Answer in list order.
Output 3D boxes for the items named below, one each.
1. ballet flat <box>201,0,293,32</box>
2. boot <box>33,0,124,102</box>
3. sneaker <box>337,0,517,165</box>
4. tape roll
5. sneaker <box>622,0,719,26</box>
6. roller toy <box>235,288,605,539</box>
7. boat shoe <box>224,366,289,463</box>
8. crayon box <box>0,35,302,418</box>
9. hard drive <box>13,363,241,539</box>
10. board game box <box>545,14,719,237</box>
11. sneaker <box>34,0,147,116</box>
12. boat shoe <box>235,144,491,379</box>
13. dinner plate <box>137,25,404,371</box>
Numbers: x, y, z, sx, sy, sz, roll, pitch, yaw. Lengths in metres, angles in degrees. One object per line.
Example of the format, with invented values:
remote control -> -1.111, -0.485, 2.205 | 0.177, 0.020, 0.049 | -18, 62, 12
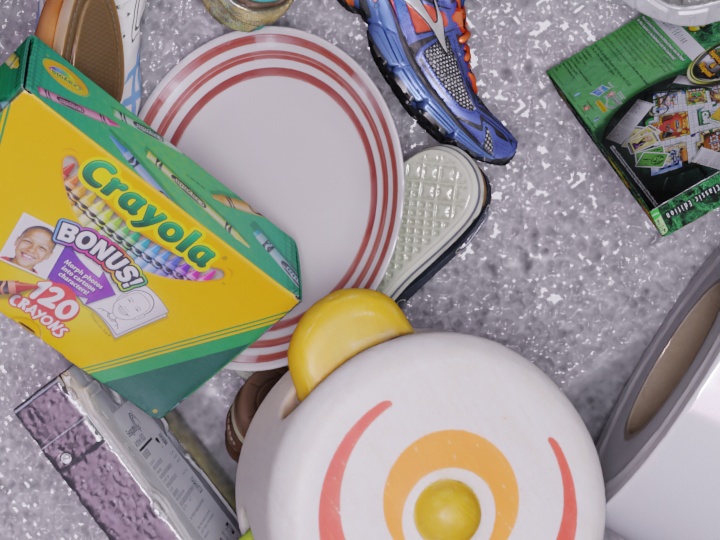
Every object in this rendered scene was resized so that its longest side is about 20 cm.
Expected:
ballet flat -> -0.084, -0.232, 1.057 | 0.070, 0.071, 0.201 | -14, 82, 4
boot -> -0.224, -0.093, 1.049 | 0.154, 0.074, 0.201 | 23, 113, 18
sneaker -> 0.037, -0.149, 1.060 | 0.078, 0.075, 0.200 | -32, 95, 2
tape roll -> 0.202, 0.065, 1.007 | 0.071, 0.202, 0.203 | 32, 96, 0
sneaker -> 0.143, -0.198, 1.034 | 0.199, 0.099, 0.078 | 12, 122, 3
roller toy -> 0.032, 0.120, 0.976 | 0.182, 0.140, 0.201 | 14, 86, -13
boat shoe -> 0.016, 0.109, 1.094 | 0.202, 0.075, 0.075 | 18, 54, -12
crayon box -> -0.142, -0.019, 0.992 | 0.119, 0.058, 0.200 | -39, 121, 22
hard drive -> -0.113, 0.138, 1.061 | 0.038, 0.140, 0.200 | -37, 92, 5
board game box -> 0.175, -0.093, 0.999 | 0.105, 0.200, 0.023 | -32, 118, 6
sneaker -> -0.157, -0.155, 1.067 | 0.072, 0.072, 0.201 | 8, 99, 1
boat shoe -> 0.000, 0.000, 1.080 | 0.200, 0.062, 0.075 | -40, 75, 20
dinner plate -> -0.058, -0.042, 1.067 | 0.200, 0.024, 0.201 | -2, 86, 30
